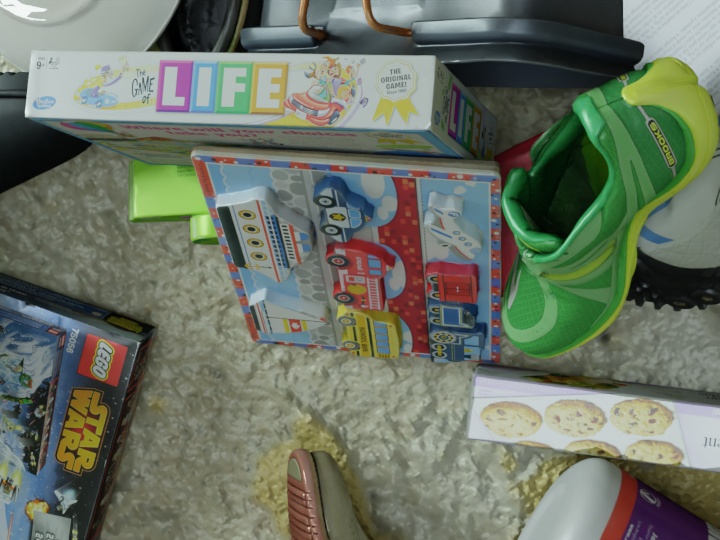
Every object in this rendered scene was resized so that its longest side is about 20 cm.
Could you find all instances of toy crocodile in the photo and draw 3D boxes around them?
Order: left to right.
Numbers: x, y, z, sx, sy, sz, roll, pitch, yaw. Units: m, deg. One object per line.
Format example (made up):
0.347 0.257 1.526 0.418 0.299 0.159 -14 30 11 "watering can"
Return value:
-0.040 -0.053 0.799 0.199 0.062 0.068 -8 82 16 "toy crocodile"

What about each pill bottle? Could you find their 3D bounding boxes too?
0.183 0.200 0.795 0.200 0.112 0.113 32 105 0 "pill bottle"

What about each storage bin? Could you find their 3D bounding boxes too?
0.034 -0.163 0.701 0.199 0.145 0.135 5 94 40 "storage bin"

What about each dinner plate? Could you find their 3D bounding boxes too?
-0.168 -0.200 0.762 0.199 0.024 0.201 9 106 32 "dinner plate"

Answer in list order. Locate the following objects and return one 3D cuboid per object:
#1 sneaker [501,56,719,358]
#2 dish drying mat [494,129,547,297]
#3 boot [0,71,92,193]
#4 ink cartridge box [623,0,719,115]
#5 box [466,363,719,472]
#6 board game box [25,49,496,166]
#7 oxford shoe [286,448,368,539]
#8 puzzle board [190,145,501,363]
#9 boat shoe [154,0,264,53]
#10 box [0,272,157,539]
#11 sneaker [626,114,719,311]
0.100 -0.028 0.694 0.083 0.074 0.200 -10 146 -22 "sneaker"
0.150 -0.058 0.791 0.199 0.018 0.077 -25 94 14 "dish drying mat"
-0.236 -0.021 0.797 0.197 0.073 0.163 -4 76 19 "boot"
0.210 -0.147 0.747 0.162 0.050 0.200 -41 96 13 "ink cartridge box"
0.161 0.087 0.809 0.199 0.039 0.042 8 98 7 "box"
-0.044 -0.076 0.700 0.199 0.134 0.034 4 86 17 "board game box"
0.008 0.195 0.854 0.074 0.071 0.201 -19 99 -13 "oxford shoe"
0.000 0.000 0.754 0.150 0.200 0.017 3 60 8 "puzzle board"
-0.081 -0.202 0.763 0.071 0.061 0.202 2 103 9 "boat shoe"
-0.217 0.108 0.871 0.136 0.040 0.201 19 104 5 "box"
0.183 -0.037 0.721 0.072 0.073 0.200 25 148 -12 "sneaker"
